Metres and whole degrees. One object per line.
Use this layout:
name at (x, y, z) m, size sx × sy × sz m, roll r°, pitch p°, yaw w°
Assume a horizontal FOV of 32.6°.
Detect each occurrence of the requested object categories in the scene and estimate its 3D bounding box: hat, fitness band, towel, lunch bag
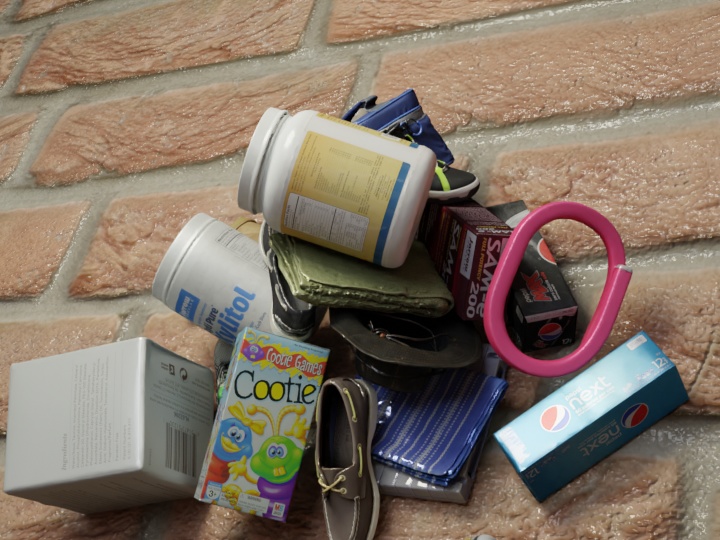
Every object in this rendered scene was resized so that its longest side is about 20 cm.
hat at (0.045, 0.092, 1.412) m, size 0.200 × 0.081 × 0.201 m, roll 11°, pitch 23°, yaw -5°
fitness band at (0.219, 0.022, 1.370) m, size 0.037 × 0.143 × 0.200 m, roll 163°, pitch 130°, yaw -82°
towel at (0.059, 0.161, 1.418) m, size 0.200 × 0.024 × 0.145 m, roll 13°, pitch 59°, yaw 38°
lunch bag at (0.019, -0.154, 1.615) m, size 0.136 × 0.133 × 0.200 m, roll -35°, pitch 3°, yaw -29°
towel at (0.000, 0.000, 1.431) m, size 0.199 × 0.037 × 0.149 m, roll 5°, pitch 32°, yaw -19°

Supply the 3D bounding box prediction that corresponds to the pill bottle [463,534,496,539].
pill bottle at (0.056, 0.345, 1.237) m, size 0.200 × 0.112 × 0.112 m, roll -20°, pitch 45°, yaw 14°

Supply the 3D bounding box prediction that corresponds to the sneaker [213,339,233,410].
sneaker at (-0.146, 0.147, 1.553) m, size 0.078 × 0.085 × 0.200 m, roll -31°, pitch 43°, yaw 3°

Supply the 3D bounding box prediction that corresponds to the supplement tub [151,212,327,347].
supplement tub at (-0.149, 0.030, 1.565) m, size 0.200 × 0.132 × 0.132 m, roll 29°, pitch 66°, yaw 6°

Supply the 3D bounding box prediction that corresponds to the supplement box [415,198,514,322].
supplement box at (0.121, -0.023, 1.483) m, size 0.061 × 0.109 × 0.200 m, roll 2°, pitch 18°, yaw -19°

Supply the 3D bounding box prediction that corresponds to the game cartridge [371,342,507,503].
game cartridge at (0.090, 0.172, 1.429) m, size 0.129 × 0.038 × 0.200 m, roll -3°, pitch 51°, yaw 34°

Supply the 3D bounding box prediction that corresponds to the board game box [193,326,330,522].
board game box at (-0.115, 0.178, 1.421) m, size 0.103 × 0.105 × 0.201 m, roll 16°, pitch 80°, yaw -9°

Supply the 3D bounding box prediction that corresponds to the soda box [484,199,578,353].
soda box at (0.195, 0.004, 1.478) m, size 0.071 × 0.063 × 0.200 m, roll -11°, pitch 44°, yaw -8°

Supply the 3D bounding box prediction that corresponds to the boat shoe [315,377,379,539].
boat shoe at (-0.020, 0.220, 1.376) m, size 0.072 × 0.059 × 0.201 m, roll -5°, pitch 79°, yaw 38°

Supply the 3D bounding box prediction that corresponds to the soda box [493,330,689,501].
soda box at (0.248, 0.157, 1.321) m, size 0.200 × 0.068 × 0.064 m, roll -34°, pitch 42°, yaw 0°

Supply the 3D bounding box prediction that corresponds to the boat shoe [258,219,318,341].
boat shoe at (-0.083, -0.010, 1.492) m, size 0.074 × 0.060 × 0.200 m, roll 8°, pitch 51°, yaw -14°

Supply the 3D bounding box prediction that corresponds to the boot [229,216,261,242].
boot at (-0.140, 0.010, 1.685) m, size 0.200 × 0.066 × 0.175 m, roll 23°, pitch 67°, yaw 40°

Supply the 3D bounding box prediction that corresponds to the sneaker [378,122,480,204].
sneaker at (0.050, -0.135, 1.484) m, size 0.199 × 0.083 × 0.072 m, roll 9°, pitch 19°, yaw -2°

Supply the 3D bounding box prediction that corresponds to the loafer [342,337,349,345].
loafer at (0.002, 0.017, 1.586) m, size 0.068 × 0.076 × 0.200 m, roll -14°, pitch 47°, yaw 12°

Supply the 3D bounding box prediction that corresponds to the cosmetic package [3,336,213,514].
cosmetic package at (-0.306, 0.196, 1.516) m, size 0.199 × 0.167 × 0.167 m, roll -12°, pitch 67°, yaw 20°

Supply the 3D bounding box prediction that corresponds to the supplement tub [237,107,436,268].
supplement tub at (-0.026, -0.098, 1.400) m, size 0.199 × 0.145 × 0.145 m, roll 19°, pitch 59°, yaw 5°
